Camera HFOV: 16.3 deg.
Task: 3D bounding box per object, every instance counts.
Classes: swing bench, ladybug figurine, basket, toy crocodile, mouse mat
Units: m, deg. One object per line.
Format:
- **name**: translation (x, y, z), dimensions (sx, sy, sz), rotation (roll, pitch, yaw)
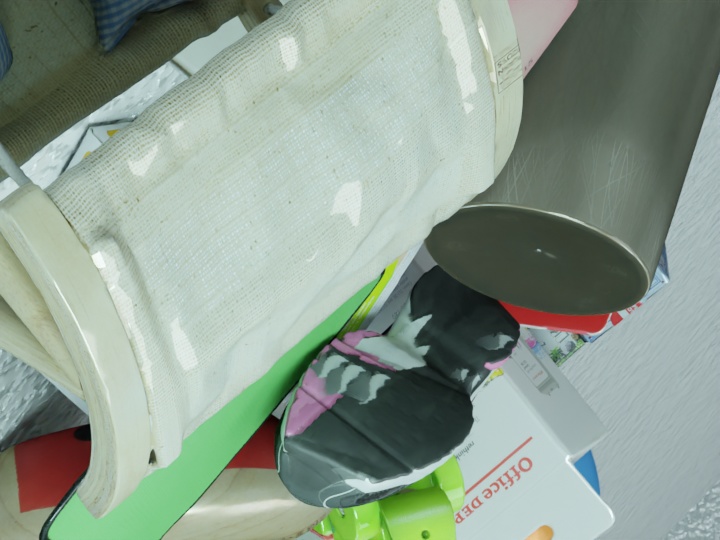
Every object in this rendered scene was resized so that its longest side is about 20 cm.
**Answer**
- **swing bench**: translation (-0.075, -0.065, 0.826), dimensions (0.199, 0.200, 0.130), rotation (-41, 162, -30)
- **ladybug figurine**: translation (-0.109, 0.112, 1.256), dimensions (0.199, 0.072, 0.136), rotation (-10, 167, -5)
- **basket**: translation (0.107, -0.091, 1.230), dimensions (0.180, 0.136, 0.201), rotation (-29, -139, 59)
- **toy crocodile**: translation (0.001, 0.123, 1.326), dimensions (0.067, 0.062, 0.200), rotation (-16, -170, -23)
- **mouse mat**: translation (-0.061, 0.055, 1.117), dimensions (0.200, 0.008, 0.161), rotation (-49, 164, -7)

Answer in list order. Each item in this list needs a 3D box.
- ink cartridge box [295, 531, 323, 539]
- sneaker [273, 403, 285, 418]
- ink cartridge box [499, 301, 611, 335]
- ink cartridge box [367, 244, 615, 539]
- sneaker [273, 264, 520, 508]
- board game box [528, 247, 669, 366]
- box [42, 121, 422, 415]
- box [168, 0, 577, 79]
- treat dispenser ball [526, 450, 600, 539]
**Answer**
- **ink cartridge box**: translation (-0.074, 0.198, 1.416), dimensions (0.200, 0.145, 0.085), rotation (-59, 147, -50)
- **sneaker**: translation (-0.114, 0.113, 1.374), dimensions (0.200, 0.076, 0.081), rotation (-44, 154, -27)
- **ink cartridge box**: translation (0.107, -0.069, 1.350), dimensions (0.067, 0.116, 0.201), rotation (57, 50, -45)
- **ink cartridge box**: translation (0.055, 0.086, 1.421), dimensions (0.116, 0.200, 0.067), rotation (-42, 171, 26)
- **sneaker**: translation (0.014, 0.075, 1.234), dimensions (0.087, 0.080, 0.200), rotation (-56, 167, 31)
- **board game box**: translation (0.114, 0.019, 1.533), dimensions (0.200, 0.062, 0.200), rotation (-42, -178, -4)
- **box**: translation (-0.066, -0.002, 1.175), dimensions (0.113, 0.101, 0.200), rotation (-57, 163, 20)
- **box**: translation (-0.001, -0.116, 1.085), dimensions (0.128, 0.109, 0.200), rotation (-52, 165, 8)
- **treat dispenser ball**: translation (0.064, 0.157, 1.713), dimensions (0.201, 0.201, 0.201), rotation (-45, 164, -17)
